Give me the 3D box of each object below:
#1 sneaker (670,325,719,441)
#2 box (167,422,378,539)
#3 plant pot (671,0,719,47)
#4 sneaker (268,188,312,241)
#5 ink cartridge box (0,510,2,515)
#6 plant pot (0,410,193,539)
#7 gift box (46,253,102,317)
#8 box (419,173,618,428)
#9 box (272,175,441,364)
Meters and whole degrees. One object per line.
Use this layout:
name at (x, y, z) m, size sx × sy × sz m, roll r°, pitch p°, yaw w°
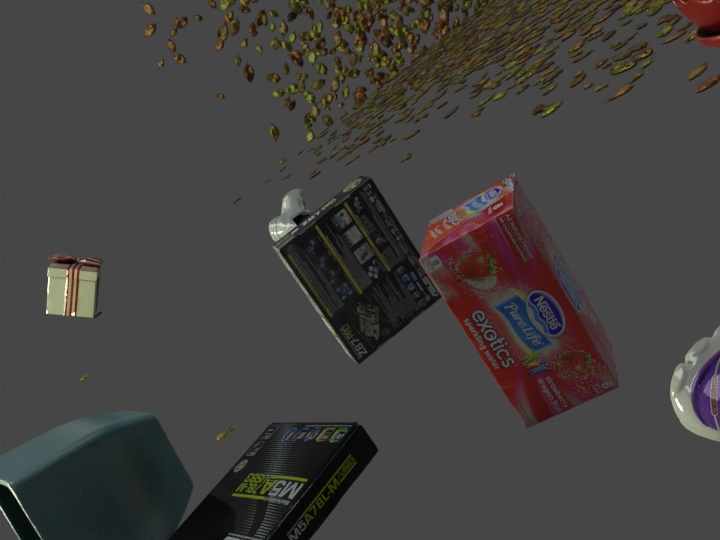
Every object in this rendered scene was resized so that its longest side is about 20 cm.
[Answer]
sneaker at (0.321, 0.053, 0.640) m, size 0.201 × 0.081 × 0.083 m, roll -50°, pitch 33°, yaw -14°
box at (-0.100, 0.251, 0.946) m, size 0.193 × 0.048 × 0.199 m, roll -44°, pitch 18°, yaw -33°
plant pot at (0.574, -0.464, 1.311) m, size 0.199 × 0.184 × 0.201 m, roll -32°, pitch 17°, yaw 11°
sneaker at (-0.153, -0.140, 2.100) m, size 0.087 × 0.076 × 0.201 m, roll -13°, pitch 31°, yaw 24°
ink cartridge box at (-0.730, 0.446, 1.666) m, size 0.159 × 0.050 × 0.201 m, roll -26°, pitch 21°, yaw 29°
plant pot at (-0.335, 0.285, 1.092) m, size 0.199 × 0.199 × 0.194 m, roll -34°, pitch 13°, yaw -33°
gift box at (-0.980, 0.039, 2.905) m, size 0.181 × 0.191 × 0.200 m, roll 5°, pitch 14°, yaw -16°
box at (0.148, 0.028, 0.788) m, size 0.099 × 0.202 × 0.096 m, roll -28°, pitch 16°, yaw 21°
box at (0.000, 0.000, 1.161) m, size 0.160 × 0.201 × 0.049 m, roll -39°, pitch 18°, yaw -10°
